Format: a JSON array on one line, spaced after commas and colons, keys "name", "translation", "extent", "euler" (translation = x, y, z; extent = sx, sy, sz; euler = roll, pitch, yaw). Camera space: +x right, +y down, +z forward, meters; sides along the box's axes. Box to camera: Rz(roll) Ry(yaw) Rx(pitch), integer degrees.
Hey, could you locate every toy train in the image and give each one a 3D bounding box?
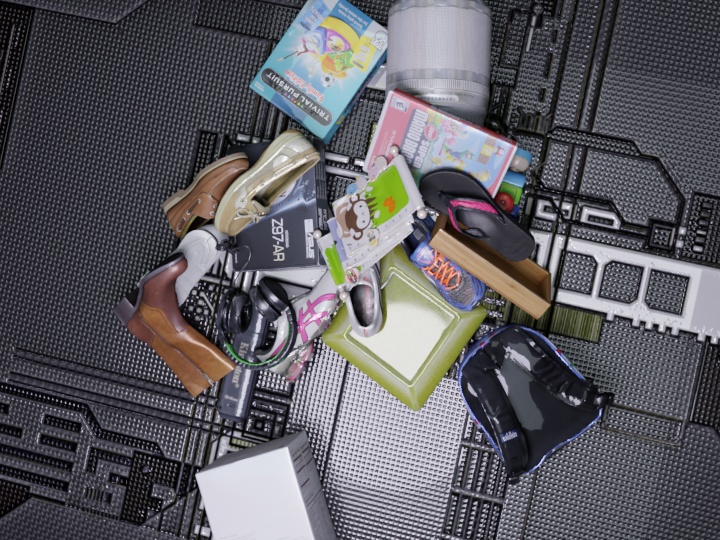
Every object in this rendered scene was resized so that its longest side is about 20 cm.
[{"name": "toy train", "translation": [0.163, -0.155, 1.400], "extent": [0.198, 0.085, 0.117], "euler": [20, 80, 8]}]

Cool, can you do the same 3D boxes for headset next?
[{"name": "headset", "translation": [-0.171, 0.052, 1.376], "extent": [0.122, 0.094, 0.203], "euler": [-19, 79, 10]}]

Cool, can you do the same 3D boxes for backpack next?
[{"name": "backpack", "translation": [0.240, 0.177, 1.346], "extent": [0.199, 0.154, 0.191], "euler": [-38, 93, -1]}]

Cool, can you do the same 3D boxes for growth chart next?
[{"name": "growth chart", "translation": [0.011, -0.073, 1.317], "extent": [0.200, 0.018, 0.146], "euler": [-44, 57, 22]}]

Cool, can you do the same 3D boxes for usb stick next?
[{"name": "usb stick", "translation": [-0.186, 0.142, 1.457], "extent": [0.055, 0.033, 0.203], "euler": [13, 91, 6]}]

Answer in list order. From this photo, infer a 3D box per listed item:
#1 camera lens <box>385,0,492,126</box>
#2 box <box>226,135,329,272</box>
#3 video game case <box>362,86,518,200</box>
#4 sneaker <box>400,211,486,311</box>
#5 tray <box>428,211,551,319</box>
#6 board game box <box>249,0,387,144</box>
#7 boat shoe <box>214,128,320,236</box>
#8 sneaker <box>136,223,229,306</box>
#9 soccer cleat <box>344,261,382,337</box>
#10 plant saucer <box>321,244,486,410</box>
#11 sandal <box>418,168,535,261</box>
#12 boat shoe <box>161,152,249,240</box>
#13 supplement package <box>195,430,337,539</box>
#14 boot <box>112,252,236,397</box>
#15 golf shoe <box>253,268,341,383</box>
[{"name": "camera lens", "translation": [0.118, -0.312, 1.363], "extent": [0.157, 0.160, 0.203], "euler": [2, 89, 7]}, {"name": "box", "translation": [-0.130, -0.102, 1.428], "extent": [0.158, 0.043, 0.203], "euler": [-3, 89, 24]}, {"name": "video game case", "translation": [0.112, -0.165, 1.311], "extent": [0.198, 0.018, 0.144], "euler": [24, 130, 3]}, {"name": "sneaker", "translation": [0.111, -0.013, 1.369], "extent": [0.200, 0.078, 0.076], "euler": [48, 111, 29]}, {"name": "tray", "translation": [0.197, -0.016, 1.359], "extent": [0.199, 0.099, 0.037], "euler": [33, 120, -5]}, {"name": "board game box", "translation": [-0.059, -0.330, 1.442], "extent": [0.150, 0.047, 0.201], "euler": [36, 93, 6]}, {"name": "boat shoe", "translation": [-0.144, -0.122, 1.373], "extent": [0.201, 0.073, 0.063], "euler": [-46, 68, 10]}, {"name": "sneaker", "translation": [-0.284, -0.002, 1.456], "extent": [0.199, 0.081, 0.077], "euler": [-38, 99, 24]}, {"name": "soccer cleat", "translation": [0.000, 0.000, 1.362], "extent": [0.068, 0.085, 0.203], "euler": [-6, 85, 2]}, {"name": "plant saucer", "translation": [0.066, 0.087, 1.419], "extent": [0.199, 0.048, 0.201], "euler": [36, 94, 6]}, {"name": "sandal", "translation": [0.171, -0.077, 1.312], "extent": [0.199, 0.045, 0.075], "euler": [36, 131, -7]}, {"name": "boat shoe", "translation": [-0.233, -0.115, 1.421], "extent": [0.199, 0.071, 0.069], "euler": [-32, 78, 41]}, {"name": "supplement package", "translation": [-0.137, 0.374, 1.387], "extent": [0.150, 0.151, 0.203], "euler": [-17, 87, 7]}, {"name": "boot", "translation": [-0.272, 0.089, 1.407], "extent": [0.200, 0.069, 0.188], "euler": [47, 118, -5]}, {"name": "golf shoe", "translation": [-0.092, 0.073, 1.420], "extent": [0.091, 0.073, 0.202], "euler": [30, 92, -5]}]
